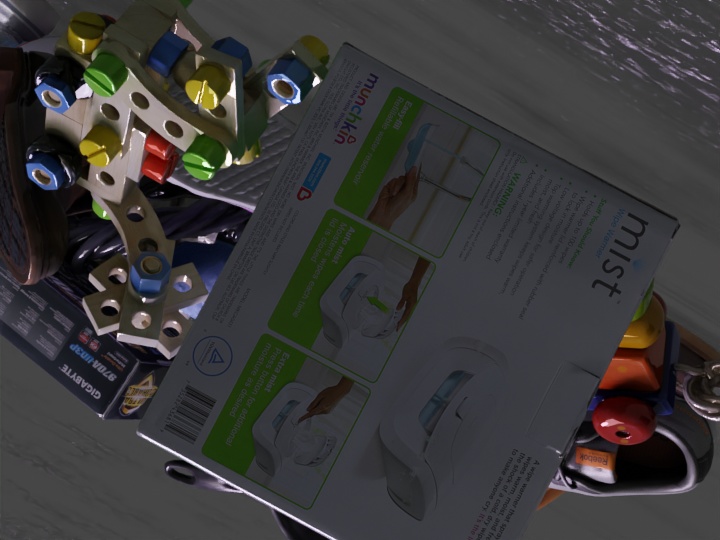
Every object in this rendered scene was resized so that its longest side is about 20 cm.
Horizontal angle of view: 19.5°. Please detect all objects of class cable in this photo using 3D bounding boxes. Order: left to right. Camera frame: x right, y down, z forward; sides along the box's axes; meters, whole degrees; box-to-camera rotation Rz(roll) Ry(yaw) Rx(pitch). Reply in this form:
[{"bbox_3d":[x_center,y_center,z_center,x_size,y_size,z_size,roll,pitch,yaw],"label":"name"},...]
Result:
[{"bbox_3d":[-0.132,-0.037,1.352,0.200,0.163,0.051,18,126,59],"label":"cable"}]

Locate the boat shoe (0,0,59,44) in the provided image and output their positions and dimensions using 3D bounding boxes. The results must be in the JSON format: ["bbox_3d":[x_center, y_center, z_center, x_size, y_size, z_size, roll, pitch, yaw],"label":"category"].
[{"bbox_3d":[-0.269,-0.168,1.201,0.200,0.072,0.070,28,173,9],"label":"boat shoe"}]

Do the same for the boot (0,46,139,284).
[{"bbox_3d":[-0.152,-0.062,1.143,0.096,0.075,0.200,1,-143,-17],"label":"boot"}]

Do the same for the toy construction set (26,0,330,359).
[{"bbox_3d":[-0.098,-0.057,1.022,0.131,0.092,0.200,28,130,7],"label":"toy construction set"}]

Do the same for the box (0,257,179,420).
[{"bbox_3d":[-0.193,0.021,1.351,0.200,0.046,0.159,37,-174,16],"label":"box"}]

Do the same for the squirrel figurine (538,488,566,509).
[{"bbox_3d":[0.093,0.118,1.346,0.141,0.200,0.187,37,170,-9],"label":"squirrel figurine"}]

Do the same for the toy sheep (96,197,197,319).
[{"bbox_3d":[-0.135,-0.019,1.545,0.199,0.138,0.138,25,174,-18],"label":"toy sheep"}]

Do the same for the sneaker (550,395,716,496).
[{"bbox_3d":[0.109,0.092,1.218,0.199,0.074,0.079,3,-159,3],"label":"sneaker"}]

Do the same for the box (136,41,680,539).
[{"bbox_3d":[0.022,0.029,0.963,0.176,0.201,0.097,27,174,1],"label":"box"}]

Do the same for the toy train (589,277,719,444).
[{"bbox_3d":[0.140,0.029,1.080,0.199,0.085,0.116,3,149,12],"label":"toy train"}]

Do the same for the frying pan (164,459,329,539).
[{"bbox_3d":[-0.037,0.149,1.310,0.190,0.031,0.115,-21,98,49],"label":"frying pan"}]

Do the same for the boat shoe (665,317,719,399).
[{"bbox_3d":[0.108,0.032,1.196,0.199,0.071,0.070,26,169,4],"label":"boat shoe"}]

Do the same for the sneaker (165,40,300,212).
[{"bbox_3d":[-0.089,-0.078,1.168,0.200,0.073,0.114,35,175,-36],"label":"sneaker"}]

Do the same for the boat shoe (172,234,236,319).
[{"bbox_3d":[-0.063,0.008,1.458,0.199,0.084,0.069,24,-145,-21],"label":"boat shoe"}]

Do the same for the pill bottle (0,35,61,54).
[{"bbox_3d":[-0.204,-0.095,1.328,0.109,0.109,0.200,32,172,-28],"label":"pill bottle"}]
